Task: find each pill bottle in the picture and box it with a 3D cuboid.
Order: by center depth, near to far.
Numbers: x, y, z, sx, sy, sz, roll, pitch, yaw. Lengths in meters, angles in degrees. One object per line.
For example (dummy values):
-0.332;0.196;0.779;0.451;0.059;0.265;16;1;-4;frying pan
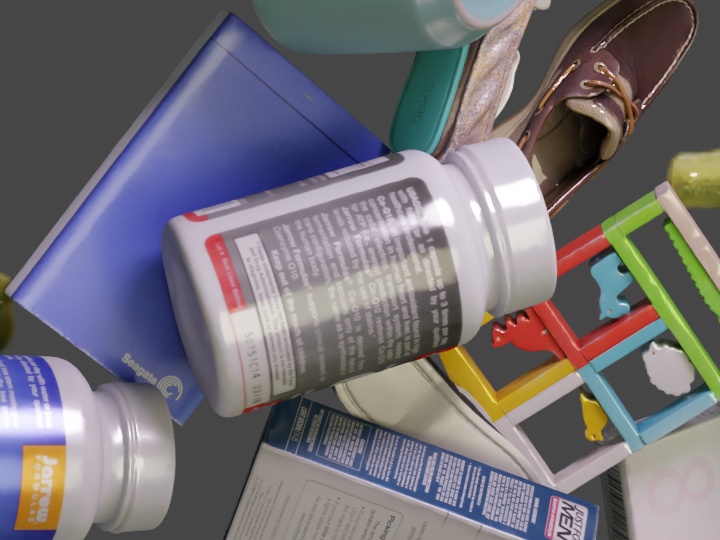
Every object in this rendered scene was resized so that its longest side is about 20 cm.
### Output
-0.206;0.102;1.411;0.199;0.112;0.113;1;103;-24;pill bottle
0.000;0.000;1.435;0.199;0.114;0.114;-16;110;-12;pill bottle

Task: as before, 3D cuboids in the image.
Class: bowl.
0.036;-0.198;1.391;0.201;0.105;0.202;-39;140;-42;bowl

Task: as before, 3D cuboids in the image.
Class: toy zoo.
0.135;0.053;1.564;0.200;0.020;0.131;-32;105;11;toy zoo

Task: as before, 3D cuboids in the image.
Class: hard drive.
-0.090;-0.029;1.477;0.132;0.025;0.200;39;86;-28;hard drive

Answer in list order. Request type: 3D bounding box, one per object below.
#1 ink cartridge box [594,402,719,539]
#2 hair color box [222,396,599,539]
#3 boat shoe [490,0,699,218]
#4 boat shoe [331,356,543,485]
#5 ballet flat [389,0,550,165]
0.254;0.154;1.673;0.199;0.057;0.163;-16;110;-15;ink cartridge box
0.027;0.154;1.500;0.199;0.061;0.100;21;122;-1;hair color box
0.136;-0.090;1.537;0.200;0.072;0.072;-43;117;-8;boat shoe
0.047;0.107;1.547;0.074;0.060;0.200;-41;109;4;boat shoe
0.073;-0.147;1.505;0.067;0.068;0.201;15;100;-47;ballet flat
